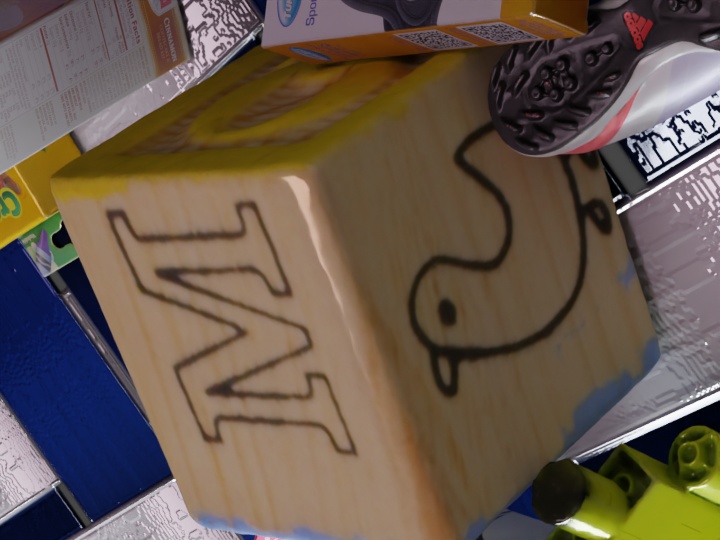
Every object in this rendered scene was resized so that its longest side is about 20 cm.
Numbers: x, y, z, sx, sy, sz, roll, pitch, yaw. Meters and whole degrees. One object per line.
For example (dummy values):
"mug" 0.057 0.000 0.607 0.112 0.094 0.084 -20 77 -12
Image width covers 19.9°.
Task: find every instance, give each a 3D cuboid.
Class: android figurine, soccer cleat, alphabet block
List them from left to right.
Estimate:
"alphabet block" 0.000 0.000 1.007 0.196 0.195 0.201 -1 119 44
"android figurine" 0.135 0.158 1.001 0.200 0.182 0.041 30 -169 -43
"soccer cleat" 0.148 -0.107 0.884 0.199 0.073 0.069 -28 78 35

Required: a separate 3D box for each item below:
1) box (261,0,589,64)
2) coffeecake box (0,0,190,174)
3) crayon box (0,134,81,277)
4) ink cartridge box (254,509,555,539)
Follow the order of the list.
"box" 0.023 -0.161 0.934 0.199 0.041 0.120 0 81 45
"coffeecake box" -0.220 -0.120 1.139 0.153 0.200 0.074 16 129 38
"crayon box" -0.246 -0.085 1.315 0.125 0.051 0.201 -25 99 52
"ink cartridge box" 0.037 0.201 1.122 0.199 0.084 0.146 17 104 15
